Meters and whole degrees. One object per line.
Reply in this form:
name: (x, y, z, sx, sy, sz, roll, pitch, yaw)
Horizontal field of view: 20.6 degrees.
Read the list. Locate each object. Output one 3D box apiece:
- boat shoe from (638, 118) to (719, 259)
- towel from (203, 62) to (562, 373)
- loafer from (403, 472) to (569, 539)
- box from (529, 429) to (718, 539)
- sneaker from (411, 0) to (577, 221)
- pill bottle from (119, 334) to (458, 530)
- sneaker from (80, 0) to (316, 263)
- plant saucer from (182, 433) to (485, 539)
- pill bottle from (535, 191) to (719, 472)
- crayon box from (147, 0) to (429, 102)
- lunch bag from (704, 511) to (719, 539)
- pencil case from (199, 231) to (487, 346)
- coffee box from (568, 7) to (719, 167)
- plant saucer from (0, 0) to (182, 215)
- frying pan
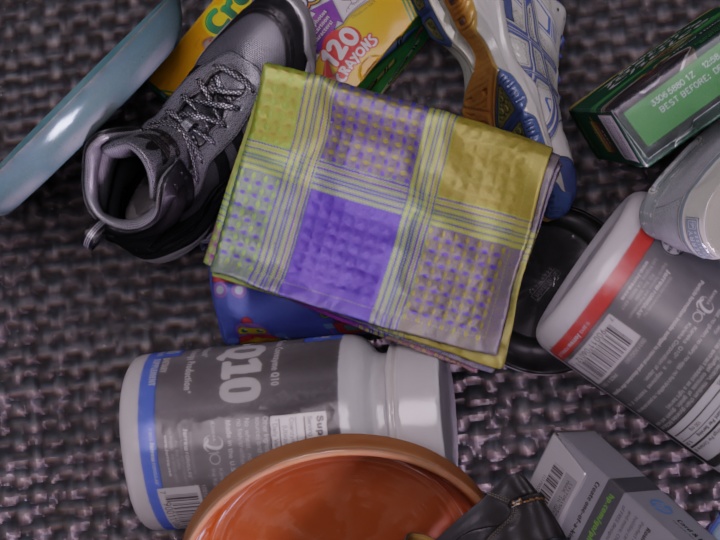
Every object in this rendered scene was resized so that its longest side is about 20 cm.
boat shoe: (0.238, -0.081, 1.167, 0.201, 0.070, 0.071, -40, 33, -27)
towel: (0.013, -0.034, 1.198, 0.199, 0.023, 0.144, 20, 97, 11)
loafer: (0.045, 0.188, 1.166, 0.200, 0.073, 0.073, -33, 65, 31)
box: (0.154, 0.211, 1.127, 0.200, 0.041, 0.156, 42, 119, 39)
sneaker: (0.106, -0.134, 1.264, 0.088, 0.075, 0.201, -26, 97, -29)
pill bottle: (-0.042, 0.100, 1.245, 0.199, 0.114, 0.114, -6, 78, 8)
sneaker: (-0.103, -0.088, 1.233, 0.075, 0.114, 0.200, 37, 103, 13)
plant saucer: (-0.012, 0.179, 1.207, 0.200, 0.201, 0.032, -17, 33, 6)
pill bottle: (0.216, 0.052, 1.200, 0.200, 0.116, 0.116, 35, 86, 1)
crayon box: (-0.032, -0.161, 1.324, 0.119, 0.058, 0.200, 38, 87, 14)
lunch bag: (0.241, 0.226, 1.148, 0.161, 0.082, 0.200, 46, 120, 14)
pencil case: (0.000, 0.000, 1.265, 0.199, 0.078, 0.087, -7, 51, 18)
coffee box: (0.195, -0.115, 1.204, 0.123, 0.200, 0.044, -35, 94, 3)
plant saucer: (-0.182, -0.102, 1.279, 0.200, 0.200, 0.027, -44, 101, -1)
frying pan: (0.136, 0.042, 1.273, 0.115, 0.031, 0.191, -28, 72, 4)
